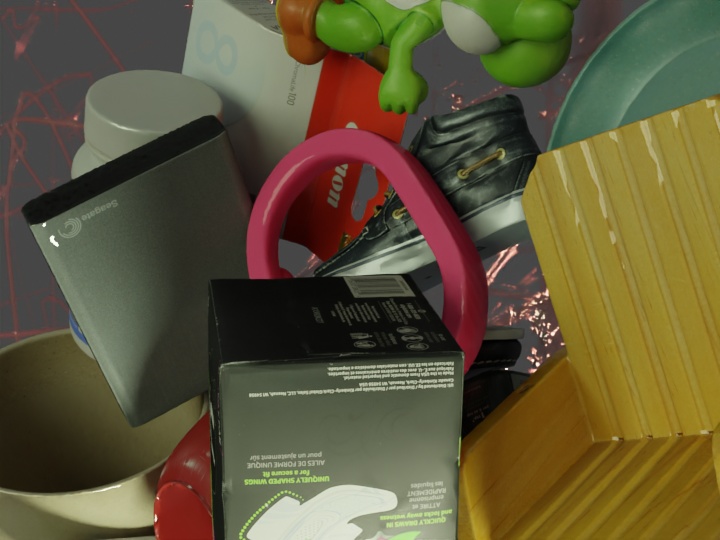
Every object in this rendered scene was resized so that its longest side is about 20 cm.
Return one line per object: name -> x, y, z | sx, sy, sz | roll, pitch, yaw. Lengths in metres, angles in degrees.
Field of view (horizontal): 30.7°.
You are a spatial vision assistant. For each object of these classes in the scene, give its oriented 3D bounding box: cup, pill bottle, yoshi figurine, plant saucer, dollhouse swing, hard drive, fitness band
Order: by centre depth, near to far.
dollhouse swing -> 0.124, 0.039, 0.648 | 0.200, 0.182, 0.176 | -14, 108, 54
plant saucer -> 0.191, -0.073, 0.755 | 0.200, 0.036, 0.200 | -29, 50, 41
fitness band -> 0.000, 0.000, 0.838 | 0.144, 0.037, 0.200 | -43, 58, 21
yoshi figurine -> 0.054, -0.160, 0.857 | 0.200, 0.112, 0.113 | 11, 106, 31
hard drive -> -0.131, 0.004, 0.901 | 0.139, 0.200, 0.033 | -28, 43, -13
pill bottle -> -0.155, -0.036, 0.959 | 0.114, 0.114, 0.200 | 36, 131, 35
cup -> -0.211, 0.158, 1.007 | 0.200, 0.200, 0.143 | 28, 132, 37

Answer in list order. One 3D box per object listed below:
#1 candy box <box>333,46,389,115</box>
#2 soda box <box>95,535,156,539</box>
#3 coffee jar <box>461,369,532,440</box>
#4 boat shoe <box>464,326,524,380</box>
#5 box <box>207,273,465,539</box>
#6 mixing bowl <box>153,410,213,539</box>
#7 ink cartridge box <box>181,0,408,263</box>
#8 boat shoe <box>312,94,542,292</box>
candy box -> -0.001, -0.212, 0.958 | 0.102, 0.026, 0.200 | 10, 93, 37
soda box -> -0.161, 0.233, 0.933 | 0.064, 0.200, 0.068 | -42, 60, 28
coffee jar -> 0.088, 0.166, 0.779 | 0.104, 0.085, 0.200 | -32, 47, 26
boat shoe -> 0.031, 0.076, 0.881 | 0.200, 0.076, 0.060 | -17, 75, 49
box -> -0.019, 0.117, 0.719 | 0.149, 0.124, 0.200 | -119, 29, -72
mixing bowl -> -0.068, 0.170, 0.883 | 0.200, 0.108, 0.201 | 23, 121, 45
ink cartridge box -> -0.060, -0.097, 0.956 | 0.200, 0.047, 0.160 | 38, 126, 36
boat shoe -> 0.039, -0.040, 0.886 | 0.200, 0.071, 0.091 | -25, 72, 27
